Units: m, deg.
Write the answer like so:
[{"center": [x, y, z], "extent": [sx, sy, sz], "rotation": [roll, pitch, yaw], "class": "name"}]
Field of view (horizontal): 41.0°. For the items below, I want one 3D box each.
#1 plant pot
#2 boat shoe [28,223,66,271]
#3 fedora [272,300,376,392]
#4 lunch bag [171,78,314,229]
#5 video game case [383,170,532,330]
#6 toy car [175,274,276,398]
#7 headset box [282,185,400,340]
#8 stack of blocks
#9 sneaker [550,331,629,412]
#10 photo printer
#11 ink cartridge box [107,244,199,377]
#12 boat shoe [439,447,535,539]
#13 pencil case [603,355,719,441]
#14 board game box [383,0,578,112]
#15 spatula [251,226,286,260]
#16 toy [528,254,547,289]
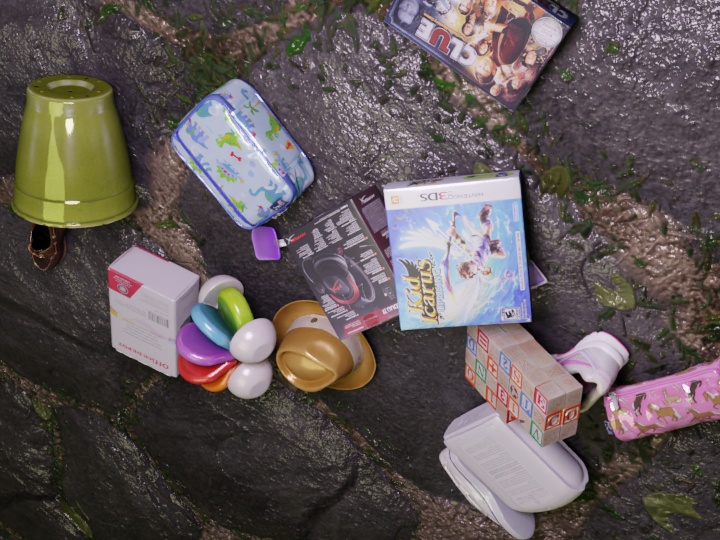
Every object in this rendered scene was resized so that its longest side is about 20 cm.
[{"center": [-0.452, -0.198, 1.521], "extent": [0.199, 0.200, 0.194], "rotation": [18, 120, 20], "class": "plant pot"}, {"center": [-0.583, -0.061, 1.781], "extent": [0.070, 0.070, 0.200], "rotation": [35, 137, 3], "class": "boat shoe"}, {"center": [-0.075, 0.144, 1.601], "extent": [0.199, 0.082, 0.202], "rotation": [17, 132, 20], "class": "fedora"}, {"center": [-0.176, -0.166, 1.429], "extent": [0.160, 0.083, 0.200], "rotation": [-27, 106, 46], "class": "lunch bag"}, {"center": [0.132, -0.024, 1.289], "extent": [0.180, 0.045, 0.202], "rotation": [-4, 106, 13], "class": "video game case"}, {"center": [-0.238, 0.121, 1.612], "extent": [0.175, 0.149, 0.201], "rotation": [49, 144, 35], "class": "toy car"}, {"center": [0.000, 0.000, 1.413], "extent": [0.148, 0.075, 0.201], "rotation": [-26, 96, 37], "class": "headset box"}, {"center": [0.224, 0.156, 1.357], "extent": [0.200, 0.058, 0.116], "rotation": [49, 149, 48], "class": "stack of blocks"}, {"center": [0.290, 0.164, 1.377], "extent": [0.081, 0.088, 0.200], "rotation": [41, 137, -2], "class": "sneaker"}, {"center": [0.249, 0.296, 1.515], "extent": [0.200, 0.070, 0.166], "rotation": [44, 142, -5], "class": "photo printer"}, {"center": [-0.371, 0.075, 1.738], "extent": [0.147, 0.086, 0.201], "rotation": [24, 135, 14], "class": "ink cartridge box"}, {"center": [0.208, 0.370, 1.607], "extent": [0.200, 0.072, 0.066], "rotation": [46, 139, -5], "class": "boat shoe"}, {"center": [0.426, 0.174, 1.304], "extent": [0.199, 0.086, 0.083], "rotation": [-23, 78, 42], "class": "pencil case"}, {"center": [0.139, -0.299, 1.150], "extent": [0.199, 0.035, 0.136], "rotation": [35, 136, 4], "class": "board game box"}, {"center": [-0.093, -0.047, 1.505], "extent": [0.199, 0.021, 0.057], "rotation": [-4, 106, 30], "class": "spatula"}, {"center": [0.156, 0.015, 1.377], "extent": [0.115, 0.047, 0.200], "rotation": [50, 134, -9], "class": "toy"}]
